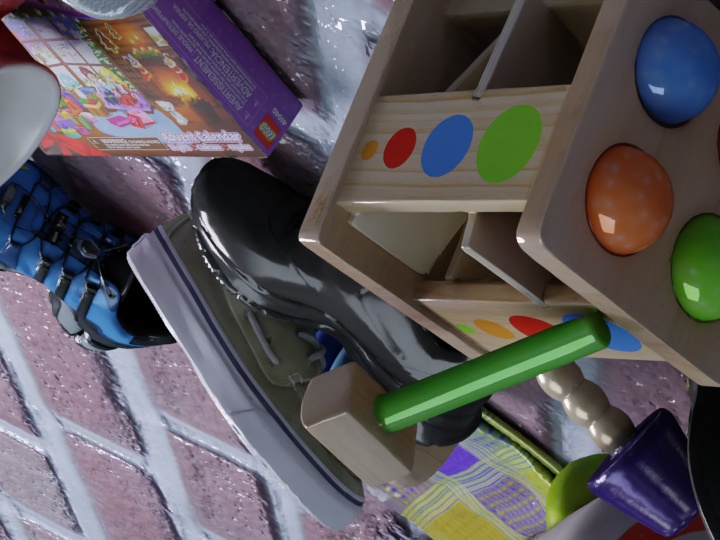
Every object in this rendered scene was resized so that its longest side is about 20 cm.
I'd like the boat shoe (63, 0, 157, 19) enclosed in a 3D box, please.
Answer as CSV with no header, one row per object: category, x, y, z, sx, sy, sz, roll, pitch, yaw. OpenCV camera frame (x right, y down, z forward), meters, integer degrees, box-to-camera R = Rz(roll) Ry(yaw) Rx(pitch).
boat shoe,-0.163,-0.189,1.055,0.200,0.072,0.062,45,-160,-1

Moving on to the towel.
towel,0.055,0.126,1.450,0.143,0.023,0.200,37,156,-8

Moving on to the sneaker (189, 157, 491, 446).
sneaker,0.000,0.000,1.227,0.199,0.076,0.091,38,135,1

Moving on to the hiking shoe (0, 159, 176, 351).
hiking shoe,-0.173,-0.017,1.411,0.086,0.075,0.200,3,154,36

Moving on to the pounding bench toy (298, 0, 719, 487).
pounding bench toy,0.074,-0.005,0.922,0.124,0.201,0.155,34,160,-36

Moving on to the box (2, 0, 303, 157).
box,-0.139,-0.116,1.199,0.199,0.039,0.137,3,142,49

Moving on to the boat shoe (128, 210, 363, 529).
boat shoe,-0.053,0.047,1.268,0.201,0.062,0.072,54,-176,17

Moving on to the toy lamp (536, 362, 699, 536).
toy lamp,0.095,0.050,1.160,0.200,0.058,0.058,45,157,4

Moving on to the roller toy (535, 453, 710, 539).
roller toy,0.170,0.207,1.258,0.199,0.183,0.140,34,156,-3

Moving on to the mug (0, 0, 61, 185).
mug,-0.241,-0.141,1.151,0.200,0.177,0.133,51,180,17

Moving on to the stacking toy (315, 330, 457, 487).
stacking toy,-0.034,0.047,1.344,0.199,0.086,0.086,26,156,27

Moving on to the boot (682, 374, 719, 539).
boot,0.183,0.092,1.056,0.069,0.201,0.175,-9,140,7
